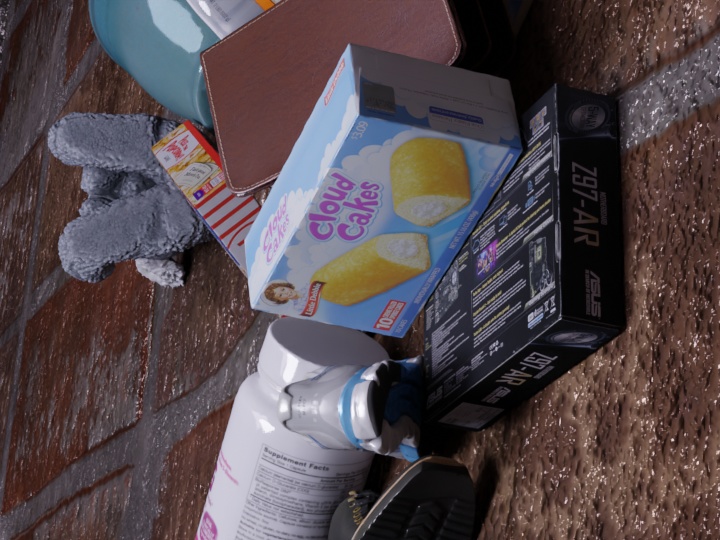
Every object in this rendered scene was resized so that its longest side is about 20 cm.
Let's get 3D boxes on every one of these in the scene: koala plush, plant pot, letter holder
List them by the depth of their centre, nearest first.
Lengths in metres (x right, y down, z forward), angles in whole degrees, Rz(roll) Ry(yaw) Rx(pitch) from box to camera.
[{"bbox_3d":[0.004,-0.127,1.358,0.200,0.101,0.142,-30,53,23],"label":"letter holder"},{"bbox_3d":[-0.122,-0.215,1.776,0.188,0.200,0.200,53,131,44],"label":"plant pot"},{"bbox_3d":[-0.219,-0.066,2.037,0.200,0.183,0.178,95,169,-77],"label":"koala plush"}]

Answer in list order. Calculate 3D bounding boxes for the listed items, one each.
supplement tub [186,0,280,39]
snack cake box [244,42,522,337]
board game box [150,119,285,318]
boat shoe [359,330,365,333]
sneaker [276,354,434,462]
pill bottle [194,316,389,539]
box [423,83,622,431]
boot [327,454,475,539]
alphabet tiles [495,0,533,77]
[{"bbox_3d":[-0.045,-0.272,1.589,0.200,0.122,0.123,-42,32,14],"label":"supplement tub"},{"bbox_3d":[0.011,-0.048,1.281,0.200,0.115,0.067,121,152,-44],"label":"snack cake box"},{"bbox_3d":[-0.103,-0.038,1.674,0.046,0.152,0.200,-38,24,-3],"label":"board game box"},{"bbox_3d":[0.000,0.000,1.476,0.064,0.071,0.200,-117,34,-43],"label":"boat shoe"},{"bbox_3d":[-0.002,0.090,1.308,0.200,0.086,0.075,29,-118,-72],"label":"sneaker"},{"bbox_3d":[-0.050,0.144,1.471,0.113,0.113,0.200,-122,46,-62],"label":"pill bottle"},{"bbox_3d":[0.099,-0.003,1.250,0.200,0.043,0.161,134,142,-57],"label":"box"},{"bbox_3d":[0.015,0.174,1.352,0.138,0.077,0.200,-99,29,-54],"label":"boot"},{"bbox_3d":[0.073,-0.185,1.471,0.200,0.008,0.167,-107,33,-51],"label":"alphabet tiles"}]
